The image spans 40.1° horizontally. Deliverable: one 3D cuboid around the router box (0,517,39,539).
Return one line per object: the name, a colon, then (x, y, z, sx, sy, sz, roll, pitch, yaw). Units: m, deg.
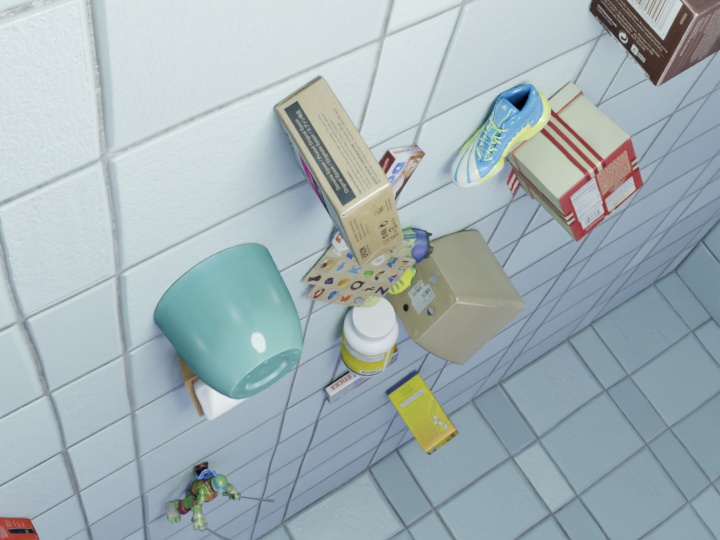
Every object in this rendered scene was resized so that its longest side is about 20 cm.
router box: (-0.686, 0.507, 1.714, 0.199, 0.049, 0.180, -37, 161, 0)

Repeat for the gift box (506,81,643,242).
gift box: (0.358, -0.180, 1.711, 0.183, 0.188, 0.201, -37, 146, -2)

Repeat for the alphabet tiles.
alphabet tiles: (0.000, 0.000, 1.703, 0.198, 0.006, 0.167, 11, 130, -44)

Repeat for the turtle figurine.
turtle figurine: (-0.338, 0.539, 2.224, 0.192, 0.200, 0.145, -25, -147, 43)

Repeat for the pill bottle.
pill bottle: (0.018, 0.129, 1.970, 0.111, 0.113, 0.201, -30, 161, -17)

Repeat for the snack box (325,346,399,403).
snack box: (0.005, 0.245, 2.339, 0.198, 0.024, 0.072, -32, 160, -13)

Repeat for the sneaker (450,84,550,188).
sneaker: (0.211, -0.222, 1.561, 0.200, 0.076, 0.105, -44, 149, 0)

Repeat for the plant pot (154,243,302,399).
plant pot: (-0.176, 0.087, 1.447, 0.199, 0.162, 0.201, -32, 161, -12)

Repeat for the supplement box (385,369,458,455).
supplement box: (0.173, 0.396, 2.748, 0.109, 0.202, 0.109, -35, 162, 0)

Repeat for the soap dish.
soap dish: (-0.225, 0.163, 1.666, 0.156, 0.082, 0.201, -32, 161, -14)

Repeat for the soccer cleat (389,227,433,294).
soccer cleat: (0.070, -0.019, 1.820, 0.082, 0.066, 0.201, 4, 152, -15)

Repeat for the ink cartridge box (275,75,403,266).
ink cartridge box: (-0.022, -0.116, 1.227, 0.074, 0.166, 0.200, -31, 161, -3)

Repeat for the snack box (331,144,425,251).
snack box: (0.026, -0.111, 1.531, 0.071, 0.024, 0.201, -16, 149, -45)

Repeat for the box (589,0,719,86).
box: (0.467, -0.406, 1.405, 0.198, 0.167, 0.165, -29, 160, -16)

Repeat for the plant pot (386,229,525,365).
plant pot: (0.165, 0.048, 1.942, 0.175, 0.202, 0.200, 6, 136, -50)

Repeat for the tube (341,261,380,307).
tube: (0.002, 0.008, 1.758, 0.201, 0.051, 0.059, 75, 36, -64)
